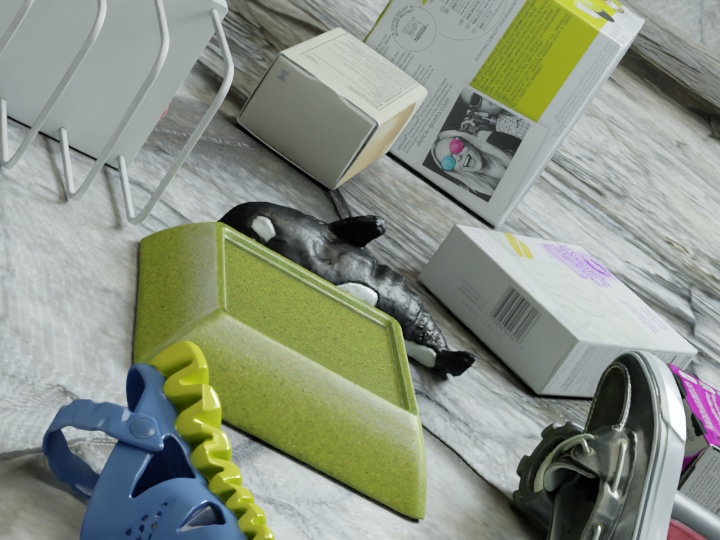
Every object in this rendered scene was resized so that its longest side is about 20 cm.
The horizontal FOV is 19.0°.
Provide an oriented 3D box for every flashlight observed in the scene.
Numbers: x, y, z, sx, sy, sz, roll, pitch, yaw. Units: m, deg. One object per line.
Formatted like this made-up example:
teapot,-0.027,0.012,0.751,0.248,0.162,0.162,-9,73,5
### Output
flashlight,0.194,0.173,1.392,0.200,0.068,0.068,34,37,-17

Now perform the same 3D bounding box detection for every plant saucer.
plant saucer,-0.040,0.046,1.321,0.200,0.048,0.200,29,19,-16

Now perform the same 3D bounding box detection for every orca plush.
orca plush,0.000,0.000,1.472,0.200,0.071,0.105,35,18,2

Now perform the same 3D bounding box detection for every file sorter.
file sorter,-0.197,-0.137,1.373,0.200,0.139,0.125,26,22,-25

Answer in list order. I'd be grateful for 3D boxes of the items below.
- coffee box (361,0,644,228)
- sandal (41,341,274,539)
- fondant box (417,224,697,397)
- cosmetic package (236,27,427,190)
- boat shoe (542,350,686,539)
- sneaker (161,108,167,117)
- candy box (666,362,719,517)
coffee box,0.116,-0.191,1.960,0.198,0.200,0.200,35,17,3
sandal,-0.093,0.121,1.018,0.087,0.080,0.200,-9,42,-19
fondant box,0.157,0.035,1.683,0.144,0.058,0.200,44,19,29
cosmetic package,-0.020,-0.138,1.793,0.105,0.071,0.200,36,18,5
boat shoe,0.146,0.127,1.289,0.071,0.072,0.200,23,52,-18
sneaker,-0.229,-0.148,1.490,0.200,0.073,0.077,29,-4,-29
candy box,0.309,0.163,1.614,0.200,0.061,0.136,29,18,-17
